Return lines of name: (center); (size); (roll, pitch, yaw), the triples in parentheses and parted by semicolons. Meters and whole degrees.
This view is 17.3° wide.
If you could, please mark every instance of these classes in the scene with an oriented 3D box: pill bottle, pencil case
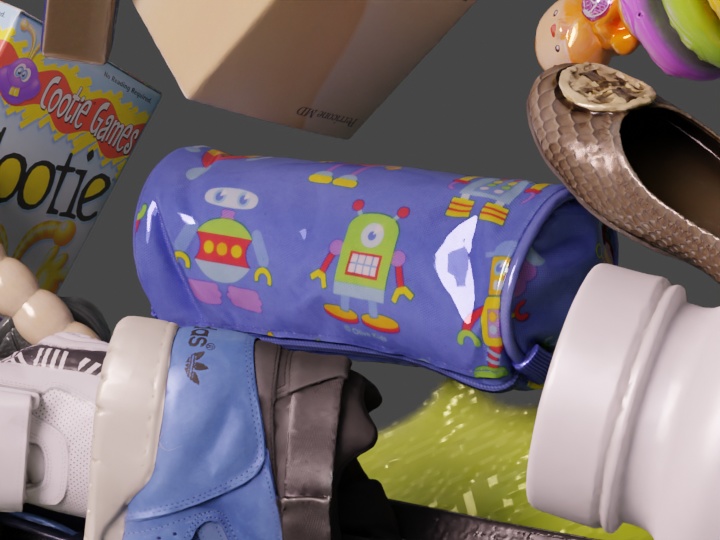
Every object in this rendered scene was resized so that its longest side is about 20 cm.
pill bottle: (0.158, 0.064, 0.736); (0.199, 0.111, 0.112); (16, 81, 15)
pencil case: (0.000, 0.000, 0.922); (0.199, 0.078, 0.087); (7, 77, 35)

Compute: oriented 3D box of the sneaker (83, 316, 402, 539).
sneaker: (-0.043, 0.118, 0.844); (0.111, 0.077, 0.201); (8, 108, 1)

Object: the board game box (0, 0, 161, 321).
board game box: (-0.195, -0.023, 1.044); (0.105, 0.103, 0.201); (27, 88, 37)

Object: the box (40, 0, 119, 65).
box: (-0.112, -0.175, 1.013); (0.200, 0.032, 0.122); (-104, 21, -68)

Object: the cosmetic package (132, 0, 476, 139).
cosmetic package: (0.010, -0.149, 0.931); (0.200, 0.105, 0.071); (-47, 55, 27)

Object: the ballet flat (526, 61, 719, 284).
ballet flat: (0.135, -0.017, 0.838); (0.200, 0.067, 0.046); (47, 142, 29)

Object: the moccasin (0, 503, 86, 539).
moccasin: (-0.152, 0.115, 0.943); (0.199, 0.068, 0.081); (-1, 83, 8)

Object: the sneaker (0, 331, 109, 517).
sneaker: (-0.160, 0.069, 0.886); (0.199, 0.115, 0.075); (18, 123, 19)

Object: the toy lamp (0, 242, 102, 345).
toy lamp: (-0.118, 0.030, 0.948); (0.200, 0.058, 0.058); (42, 99, 0)

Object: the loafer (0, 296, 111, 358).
loafer: (-0.163, 0.100, 1.015); (0.072, 0.063, 0.200); (33, 96, 1)

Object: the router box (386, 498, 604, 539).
router box: (0.053, 0.166, 0.842); (0.199, 0.051, 0.150); (7, 79, 35)

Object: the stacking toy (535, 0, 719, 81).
stacking toy: (0.138, -0.110, 0.873); (0.200, 0.109, 0.117); (-17, 73, 44)
